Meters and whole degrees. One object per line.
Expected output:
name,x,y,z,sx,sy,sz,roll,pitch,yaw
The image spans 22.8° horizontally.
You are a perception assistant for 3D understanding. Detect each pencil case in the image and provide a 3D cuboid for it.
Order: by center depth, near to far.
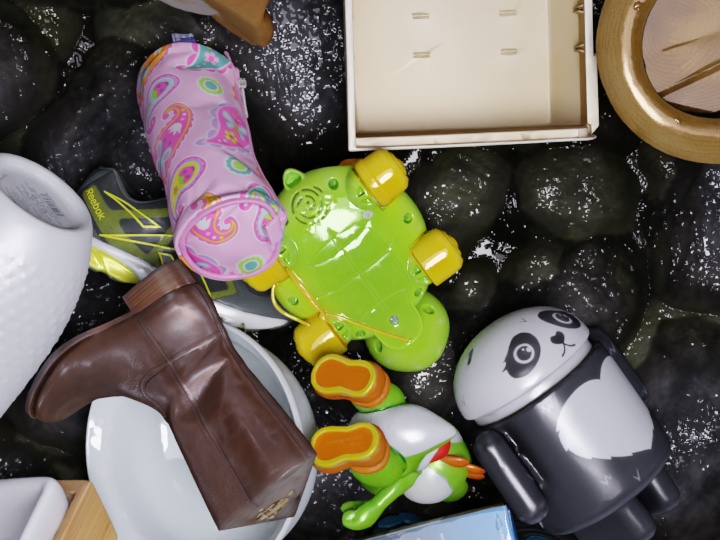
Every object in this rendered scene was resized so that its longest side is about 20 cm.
pencil case,-0.111,-0.085,1.307,0.087,0.200,0.088,-9,135,-10

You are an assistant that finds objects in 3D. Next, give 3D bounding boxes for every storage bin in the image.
storage bin,0.083,-0.196,1.357,0.198,0.094,0.200,-3,96,-4

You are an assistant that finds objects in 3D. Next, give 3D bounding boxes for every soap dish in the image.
soap dish,-0.273,0.251,1.314,0.081,0.157,0.200,42,57,-31

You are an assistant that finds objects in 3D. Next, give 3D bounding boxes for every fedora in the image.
fedora,0.275,-0.177,1.380,0.200,0.082,0.201,-1,96,-5

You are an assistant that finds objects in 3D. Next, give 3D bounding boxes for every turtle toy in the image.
turtle toy,0.000,0.000,1.354,0.146,0.101,0.200,-35,109,3

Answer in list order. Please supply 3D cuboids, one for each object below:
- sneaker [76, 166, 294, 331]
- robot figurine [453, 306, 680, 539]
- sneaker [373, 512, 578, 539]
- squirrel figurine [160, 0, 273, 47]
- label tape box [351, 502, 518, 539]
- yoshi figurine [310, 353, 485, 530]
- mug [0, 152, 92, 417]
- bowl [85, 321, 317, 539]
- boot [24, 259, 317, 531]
sneaker,-0.135,-0.016,1.366,0.200,0.074,0.085,23,93,-7
robot figurine,0.160,0.122,1.377,0.125,0.150,0.200,-35,94,10
sneaker,0.107,0.244,1.419,0.200,0.073,0.082,6,99,5
squirrel figurine,-0.105,-0.289,1.285,0.141,0.200,0.187,19,81,3
label tape box,0.033,0.269,1.350,0.200,0.063,0.145,-14,86,4
yoshi figurine,0.013,0.134,1.350,0.112,0.200,0.112,-46,56,3
mug,-0.292,-0.009,1.313,0.148,0.200,0.175,17,120,-46
bowl,-0.104,0.135,1.357,0.201,0.090,0.202,-1,88,31
boot,-0.139,0.122,1.296,0.186,0.064,0.200,-42,73,25
